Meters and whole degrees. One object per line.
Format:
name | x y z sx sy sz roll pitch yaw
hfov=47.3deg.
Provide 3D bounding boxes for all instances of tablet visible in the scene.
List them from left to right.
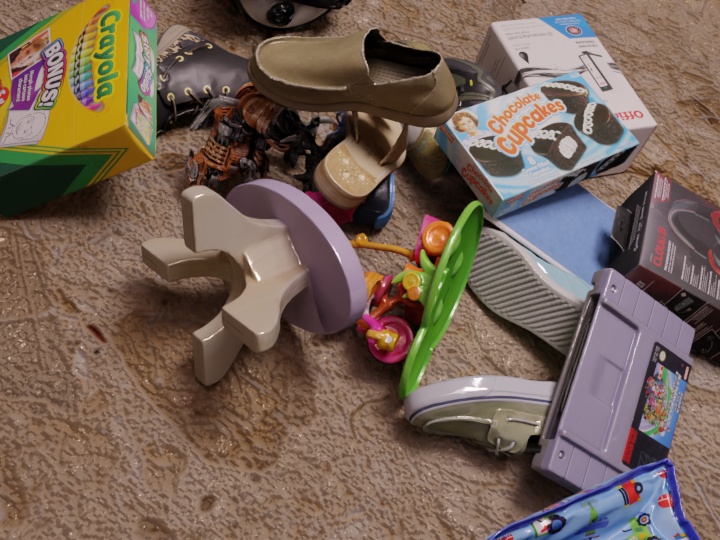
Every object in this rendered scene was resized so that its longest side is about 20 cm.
tablet | 0.217 -0.059 0.909 0.199 0.014 0.131 33 54 -15

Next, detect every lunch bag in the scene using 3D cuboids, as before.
lunch bag | 0.139 0.228 0.635 0.198 0.151 0.095 -4 56 -19

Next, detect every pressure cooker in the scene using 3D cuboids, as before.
pressure cooker | -0.097 -0.396 1.004 0.174 0.179 0.201 -24 62 -3

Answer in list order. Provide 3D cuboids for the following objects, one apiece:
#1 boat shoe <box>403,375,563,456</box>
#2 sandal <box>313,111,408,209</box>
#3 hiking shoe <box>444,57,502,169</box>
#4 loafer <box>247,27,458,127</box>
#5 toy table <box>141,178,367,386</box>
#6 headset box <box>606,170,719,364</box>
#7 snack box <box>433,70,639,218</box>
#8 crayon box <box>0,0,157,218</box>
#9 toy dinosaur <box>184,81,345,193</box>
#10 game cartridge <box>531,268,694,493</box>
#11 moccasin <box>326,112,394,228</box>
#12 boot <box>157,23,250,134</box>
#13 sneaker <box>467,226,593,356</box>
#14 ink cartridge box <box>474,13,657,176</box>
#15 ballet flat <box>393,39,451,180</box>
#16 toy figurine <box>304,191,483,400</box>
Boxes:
boat shoe | 0.137 0.137 0.753 0.198 0.072 0.063 3 60 -15
sandal | 0.022 -0.135 0.791 0.077 0.070 0.212 41 35 -9
hiking shoe | 0.124 -0.171 0.964 0.100 0.076 0.201 -19 63 -30
loafer | -0.007 -0.186 0.746 0.198 0.068 0.077 9 54 5
toy table | -0.100 0.002 0.727 0.116 0.186 0.199 -22 26 -36
headset box | 0.359 -0.004 0.898 0.199 0.075 0.149 29 52 -3
snack box | 0.190 -0.140 0.885 0.199 0.037 0.117 -23 66 -26
crayon box | -0.286 -0.171 0.806 0.171 0.058 0.202 -19 56 14
toy dinosaur | -0.091 -0.144 0.831 0.135 0.199 0.103 32 40 -36
game cartridge | 0.241 0.116 0.759 0.129 0.038 0.202 30 69 -17
moccasin | -0.001 -0.142 0.907 0.067 0.081 0.202 3 54 -9
boot | -0.169 -0.183 0.892 0.149 0.074 0.201 17 46 1
sneaker | 0.188 0.023 0.861 0.200 0.074 0.082 43 26 21
ink cartridge box | 0.251 -0.217 1.027 0.145 0.085 0.201 -12 59 -22
ballet flat | 0.059 -0.191 0.950 0.070 0.071 0.202 4 57 -12
toy figurine | 0.000 0.000 0.800 0.182 0.150 0.202 20 76 16
